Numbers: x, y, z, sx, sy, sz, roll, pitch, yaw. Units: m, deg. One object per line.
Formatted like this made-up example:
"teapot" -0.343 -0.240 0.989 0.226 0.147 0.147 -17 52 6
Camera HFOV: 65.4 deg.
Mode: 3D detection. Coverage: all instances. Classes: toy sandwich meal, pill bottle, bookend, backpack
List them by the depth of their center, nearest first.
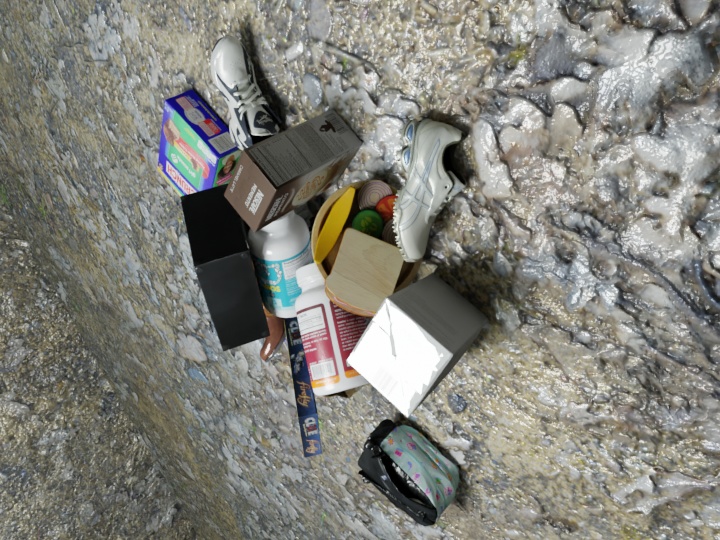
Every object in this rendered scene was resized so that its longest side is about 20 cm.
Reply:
"toy sandwich meal" 0.012 -0.036 0.854 0.209 0.202 0.070 59 174 -6
"pill bottle" -0.045 0.091 0.922 0.112 0.111 0.206 -22 78 50
"pill bottle" -0.137 -0.024 0.989 0.109 0.110 0.204 24 138 31
"bookend" -0.240 -0.008 0.997 0.202 0.090 0.203 -118 17 -44
"backpack" 0.098 0.404 1.125 0.198 0.126 0.169 36 149 19

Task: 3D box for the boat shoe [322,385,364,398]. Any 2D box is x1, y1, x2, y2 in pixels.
"boat shoe" -0.062 0.209 1.086 0.075 0.069 0.198 55 149 -13

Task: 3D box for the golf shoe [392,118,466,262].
"golf shoe" 0.099 -0.105 0.788 0.095 0.078 0.206 11 112 24

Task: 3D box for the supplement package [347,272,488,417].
"supplement package" 0.092 0.102 0.837 0.120 0.199 0.121 39 114 16

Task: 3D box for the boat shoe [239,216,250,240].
"boat shoe" -0.190 -0.058 1.057 0.072 0.066 0.204 -16 114 13

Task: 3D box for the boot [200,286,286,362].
"boot" -0.229 0.065 1.133 0.195 0.193 0.068 23 -178 -11

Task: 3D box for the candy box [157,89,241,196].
"candy box" -0.338 -0.232 1.161 0.169 0.077 0.201 46 141 10

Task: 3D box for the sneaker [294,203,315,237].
"sneaker" -0.136 -0.135 1.031 0.089 0.066 0.205 14 128 36

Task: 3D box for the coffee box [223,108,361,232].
"coffee box" -0.103 -0.158 0.875 0.080 0.199 0.115 48 141 5

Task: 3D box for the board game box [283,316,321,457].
"board game box" -0.103 0.205 1.000 0.138 0.033 0.203 90 168 -47

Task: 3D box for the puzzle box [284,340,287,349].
"puzzle box" -0.099 0.185 1.218 0.197 0.025 0.135 32 155 26

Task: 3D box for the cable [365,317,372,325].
"cable" 0.000 0.000 0.984 0.196 0.069 0.205 6 120 43

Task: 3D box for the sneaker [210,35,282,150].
"sneaker" -0.183 -0.282 0.949 0.129 0.078 0.204 36 139 38
